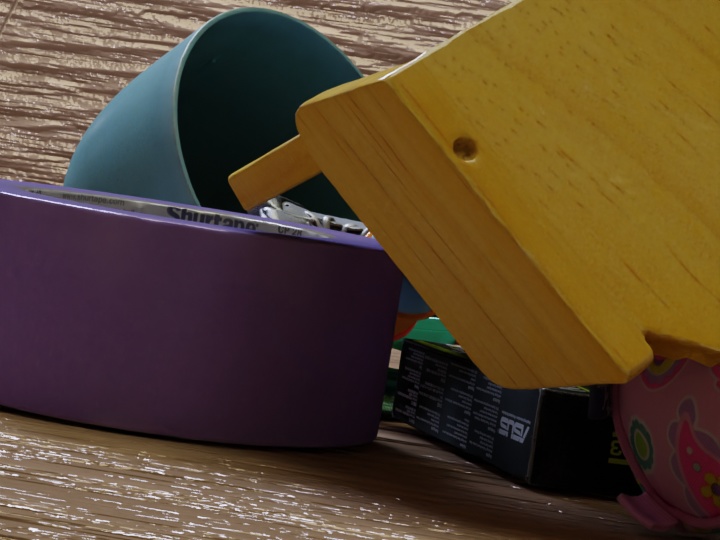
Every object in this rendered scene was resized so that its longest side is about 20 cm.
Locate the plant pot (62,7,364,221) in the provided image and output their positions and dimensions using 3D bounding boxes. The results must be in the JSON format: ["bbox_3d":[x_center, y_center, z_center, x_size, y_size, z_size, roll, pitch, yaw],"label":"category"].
[{"bbox_3d":[-0.094,-0.044,1.325,0.161,0.201,0.201,-23,-20,39],"label":"plant pot"}]

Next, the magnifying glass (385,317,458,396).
[{"bbox_3d":[0.045,0.039,1.085,0.080,0.022,0.200,29,-25,-28],"label":"magnifying glass"}]

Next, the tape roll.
[{"bbox_3d":[-0.084,0.015,0.899,0.200,0.085,0.200,8,3,0],"label":"tape roll"}]

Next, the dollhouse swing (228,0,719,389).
[{"bbox_3d":[0.080,-0.035,0.800,0.200,0.182,0.176,-33,-10,-32],"label":"dollhouse swing"}]

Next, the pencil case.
[{"bbox_3d":[0.185,0.053,0.792,0.200,0.087,0.087,-2,7,-36],"label":"pencil case"}]

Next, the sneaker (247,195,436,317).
[{"bbox_3d":[0.000,0.000,1.129,0.200,0.075,0.115,5,-8,41],"label":"sneaker"}]

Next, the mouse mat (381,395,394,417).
[{"bbox_3d":[-0.060,0.058,1.097,0.161,0.008,0.200,8,1,-41],"label":"mouse mat"}]

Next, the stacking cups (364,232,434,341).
[{"bbox_3d":[0.031,-0.003,0.971,0.060,0.061,0.200,8,-25,-16],"label":"stacking cups"}]

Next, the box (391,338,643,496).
[{"bbox_3d":[0.133,0.071,0.944,0.193,0.048,0.200,6,3,-17],"label":"box"}]
